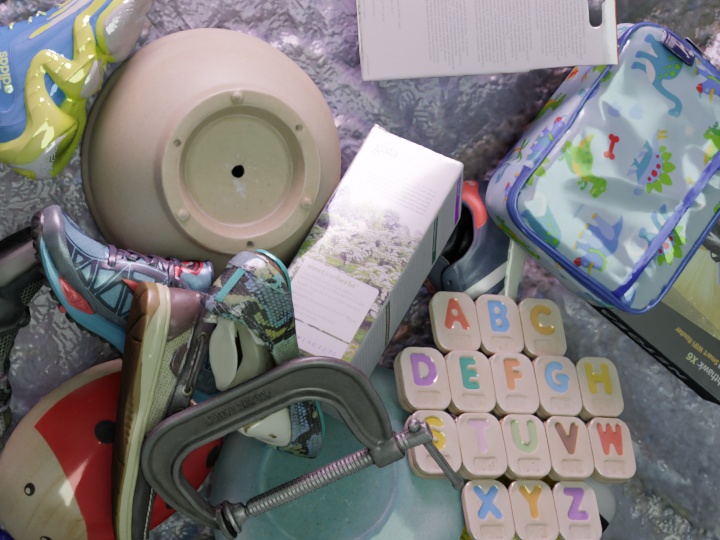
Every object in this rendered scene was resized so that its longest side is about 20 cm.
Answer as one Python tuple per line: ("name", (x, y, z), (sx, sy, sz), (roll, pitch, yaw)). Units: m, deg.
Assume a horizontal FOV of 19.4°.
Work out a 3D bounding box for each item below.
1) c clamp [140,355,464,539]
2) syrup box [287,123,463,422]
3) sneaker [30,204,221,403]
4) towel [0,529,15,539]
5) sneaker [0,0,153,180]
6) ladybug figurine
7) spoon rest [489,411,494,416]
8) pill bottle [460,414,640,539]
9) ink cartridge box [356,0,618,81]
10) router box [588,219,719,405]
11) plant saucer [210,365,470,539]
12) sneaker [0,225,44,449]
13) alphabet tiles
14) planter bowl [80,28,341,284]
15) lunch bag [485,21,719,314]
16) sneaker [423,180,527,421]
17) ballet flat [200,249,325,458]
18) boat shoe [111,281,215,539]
("c clamp", (-0.045, 0.134, 1.461), (0.198, 0.027, 0.172), (-20, 131, 8))
("syrup box", (0.000, 0.000, 1.558), (0.078, 0.082, 0.201), (24, 63, 13))
("sneaker", (-0.151, 0.010, 1.511), (0.095, 0.080, 0.200), (-36, 122, 15))
("towel", (-0.306, 0.291, 1.587), (0.147, 0.050, 0.202), (21, 91, -17))
("sneaker", (-0.227, -0.170, 1.544), (0.104, 0.076, 0.201), (25, 71, 4))
("ladybug figurine", (-0.177, 0.140, 1.573), (0.199, 0.072, 0.137), (-32, 115, -27))
("spoon rest", (0.004, 0.132, 1.611), (0.198, 0.100, 0.061), (-18, 116, 7))
("pill bottle", (0.129, 0.196, 1.661), (0.112, 0.112, 0.201), (39, 86, -16))
("ink cartridge box", (0.097, -0.204, 1.595), (0.198, 0.050, 0.110), (-1, 98, 14))
("router box", (0.264, -0.012, 1.705), (0.199, 0.052, 0.158), (38, 85, -16))
("plant saucer", (-0.019, 0.158, 1.547), (0.199, 0.039, 0.203), (-4, 69, 11))
("sneaker", (-0.272, 0.055, 1.558), (0.199, 0.076, 0.114), (-44, 107, -4))
("alphabet tiles", (0.118, 0.109, 1.576), (0.198, 0.015, 0.197), (5, 65, -29))
("planter bowl", (-0.099, -0.077, 1.558), (0.198, 0.135, 0.203), (-2, 97, -16))
("lunch bag", (0.208, -0.078, 1.614), (0.161, 0.082, 0.201), (40, 83, -15))
("sneaker", (0.080, 0.027, 1.651), (0.084, 0.075, 0.202), (7, 85, -20))
("ballet flat", (-0.074, 0.073, 1.463), (0.074, 0.074, 0.201), (-23, 133, -11))
("boat shoe", (-0.138, 0.106, 1.479), (0.064, 0.073, 0.202), (5, 116, -13))
